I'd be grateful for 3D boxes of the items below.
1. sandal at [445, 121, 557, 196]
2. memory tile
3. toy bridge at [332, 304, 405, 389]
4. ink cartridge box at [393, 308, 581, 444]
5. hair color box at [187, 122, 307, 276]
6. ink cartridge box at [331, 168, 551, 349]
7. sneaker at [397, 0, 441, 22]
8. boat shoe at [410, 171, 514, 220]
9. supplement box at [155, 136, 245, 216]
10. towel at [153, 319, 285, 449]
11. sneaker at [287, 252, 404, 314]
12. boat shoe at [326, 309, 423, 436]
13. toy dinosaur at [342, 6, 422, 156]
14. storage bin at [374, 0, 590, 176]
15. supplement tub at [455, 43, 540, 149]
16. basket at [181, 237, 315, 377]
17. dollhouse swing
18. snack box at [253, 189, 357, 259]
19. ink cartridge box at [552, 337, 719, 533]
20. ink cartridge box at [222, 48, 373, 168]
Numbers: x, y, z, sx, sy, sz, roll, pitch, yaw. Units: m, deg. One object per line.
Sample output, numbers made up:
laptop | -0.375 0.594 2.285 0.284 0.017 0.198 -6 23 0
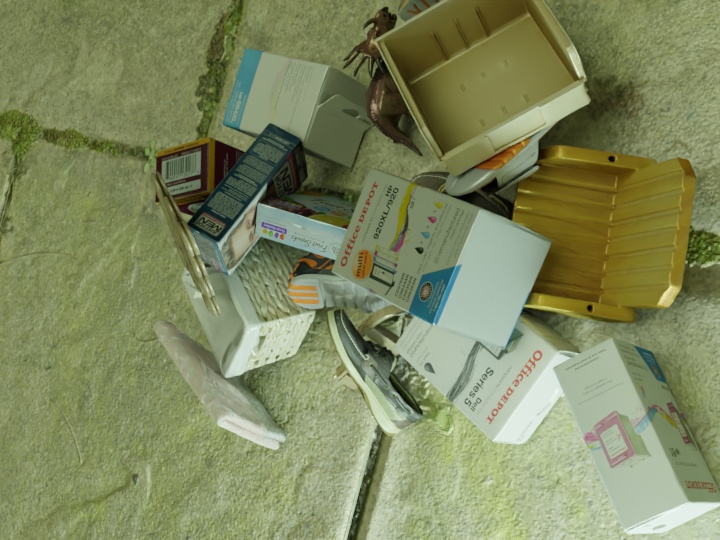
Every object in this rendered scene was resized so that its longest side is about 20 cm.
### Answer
sandal | 0.199 -0.145 1.260 0.207 0.059 0.079 -40 27 -7
memory tile | -0.243 -0.034 1.424 0.017 0.200 0.153 -25 56 -11
toy bridge | 0.030 0.092 1.433 0.200 0.067 0.027 -42 34 21
ink cartridge box | 0.164 0.106 1.325 0.200 0.084 0.146 41 105 34
hair color box | -0.157 -0.101 1.451 0.060 0.100 0.200 29 68 18
ink cartridge box | 0.094 -0.018 1.252 0.200 0.144 0.148 27 96 47
sneaker | 0.136 -0.427 1.468 0.200 0.078 0.077 -33 50 22
boat shoe | 0.139 -0.092 1.399 0.200 0.059 0.072 29 99 36
supplement box | -0.205 -0.127 1.563 0.110 0.200 0.086 -9 74 33
towel | -0.208 0.171 1.516 0.032 0.191 0.200 -44 58 2
sneaker | 0.000 0.000 1.468 0.199 0.078 0.112 7 41 8
boat shoe | 0.020 0.131 1.395 0.065 0.073 0.200 -26 110 11
toy dinosaur | 0.035 -0.257 1.459 0.086 0.135 0.201 -14 73 33
storage bin | 0.149 -0.245 1.252 0.200 0.094 0.199 -28 50 9
supplement tub | 0.173 -0.229 1.374 0.107 0.107 0.200 -21 69 31
basket | -0.169 0.038 1.532 0.200 0.123 0.136 62 144 29
dollhouse swing | 0.275 -0.048 1.207 0.181 0.176 0.201 10 86 4
snack box | -0.027 -0.058 1.433 0.200 0.142 0.053 18 108 23
ink cartridge box | 0.317 0.189 1.162 0.085 0.144 0.200 -31 64 25
ink cartridge box | -0.083 -0.243 1.545 0.200 0.128 0.126 21 93 37
